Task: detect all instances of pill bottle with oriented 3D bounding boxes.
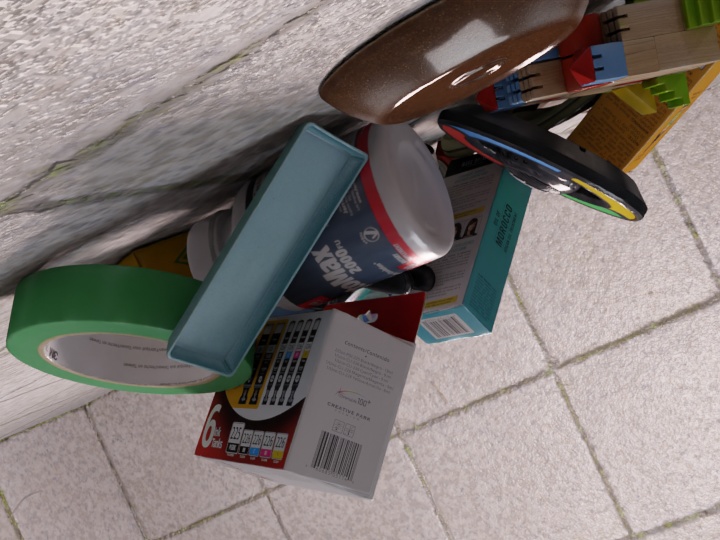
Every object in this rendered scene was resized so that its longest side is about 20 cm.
[{"bbox_3d":[-0.036,-0.034,0.931,0.200,0.120,0.120,-22,179,24],"label":"pill bottle"}]

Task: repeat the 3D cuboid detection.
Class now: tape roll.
[{"bbox_3d":[-0.185,0.053,0.936,0.200,0.048,0.201,3,158,1],"label":"tape roll"}]

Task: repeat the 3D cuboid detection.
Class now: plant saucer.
[{"bbox_3d":[-0.071,-0.015,0.840,0.070,0.019,0.200,24,100,-46],"label":"plant saucer"},{"bbox_3d":[0.070,-0.143,0.744,0.200,0.037,0.200,-26,178,-1],"label":"plant saucer"}]

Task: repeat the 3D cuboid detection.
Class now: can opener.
[{"bbox_3d":[0.000,0.000,1.119,0.063,0.079,0.200,-19,-165,-39],"label":"can opener"}]

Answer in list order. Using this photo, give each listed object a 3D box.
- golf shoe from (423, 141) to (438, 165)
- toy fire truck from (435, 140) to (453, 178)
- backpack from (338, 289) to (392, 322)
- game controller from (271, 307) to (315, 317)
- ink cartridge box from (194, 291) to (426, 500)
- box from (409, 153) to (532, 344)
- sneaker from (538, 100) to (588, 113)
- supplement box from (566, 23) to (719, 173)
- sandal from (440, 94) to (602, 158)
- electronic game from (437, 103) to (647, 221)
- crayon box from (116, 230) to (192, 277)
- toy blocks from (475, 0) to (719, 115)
[{"bbox_3d":[-0.016,-0.076,1.086,0.200,0.078,0.095,-22,153,-20],"label":"golf shoe"},{"bbox_3d":[0.088,-0.100,1.247,0.128,0.201,0.176,21,-159,27],"label":"toy fire truck"},{"bbox_3d":[0.013,-0.021,1.467,0.177,0.151,0.200,-43,-173,-4],"label":"backpack"},{"bbox_3d":[-0.088,0.024,1.219,0.104,0.200,0.042,6,123,-19],"label":"game controller"},{"bbox_3d":[-0.045,0.091,0.967,0.084,0.176,0.200,24,164,-24],"label":"ink cartridge box"},{"bbox_3d":[0.106,-0.028,1.109,0.082,0.049,0.200,-14,-135,43],"label":"box"},{"bbox_3d":[0.248,-0.188,1.152,0.200,0.076,0.070,-28,177,24],"label":"sneaker"},{"bbox_3d":[0.275,-0.175,1.025,0.066,0.069,0.200,-23,153,-55],"label":"supplement box"},{"bbox_3d":[0.153,-0.158,1.106,0.201,0.057,0.080,-13,-168,41],"label":"sandal"},{"bbox_3d":[0.158,-0.092,1.000,0.042,0.200,0.200,-64,175,3],"label":"electronic game"},{"bbox_3d":[-0.181,0.003,1.100,0.200,0.051,0.127,-24,177,-42],"label":"crayon box"},{"bbox_3d":[0.171,-0.162,0.870,0.136,0.100,0.200,-12,-176,-14],"label":"toy blocks"}]
